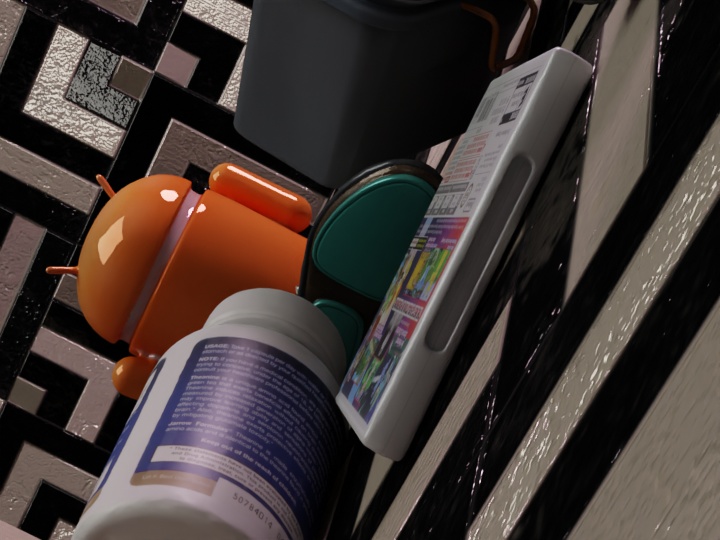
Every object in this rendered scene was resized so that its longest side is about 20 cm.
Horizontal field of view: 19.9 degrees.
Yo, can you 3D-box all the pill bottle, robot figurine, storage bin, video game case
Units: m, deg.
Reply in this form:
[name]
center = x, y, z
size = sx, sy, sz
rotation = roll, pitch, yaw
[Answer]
[pill bottle]
center = -0.068, 0.099, 1.042
size = 0.111, 0.110, 0.201
rotation = -61, 5, 36
[robot figurine]
center = -0.092, 0.013, 1.293
size = 0.145, 0.199, 0.117
rotation = -63, 4, 12
[storage bin]
center = 0.022, -0.134, 1.189
size = 0.199, 0.145, 0.135
rotation = -28, -38, -50
[video game case]
center = 0.042, -0.009, 0.937
size = 0.184, 0.023, 0.200
rotation = -64, 4, 0

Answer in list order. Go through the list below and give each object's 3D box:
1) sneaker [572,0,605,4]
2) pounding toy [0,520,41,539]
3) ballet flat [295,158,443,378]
[sneaker]
center = 0.122, -0.198, 0.865
size = 0.079, 0.075, 0.201
rotation = -43, 26, 47
[pounding toy]
center = -0.160, 0.218, 0.813
size = 0.185, 0.199, 0.142
rotation = -62, 4, 14
[ballet flat]
center = 0.000, 0.000, 1.133
size = 0.073, 0.073, 0.201
rotation = -68, 3, -50
